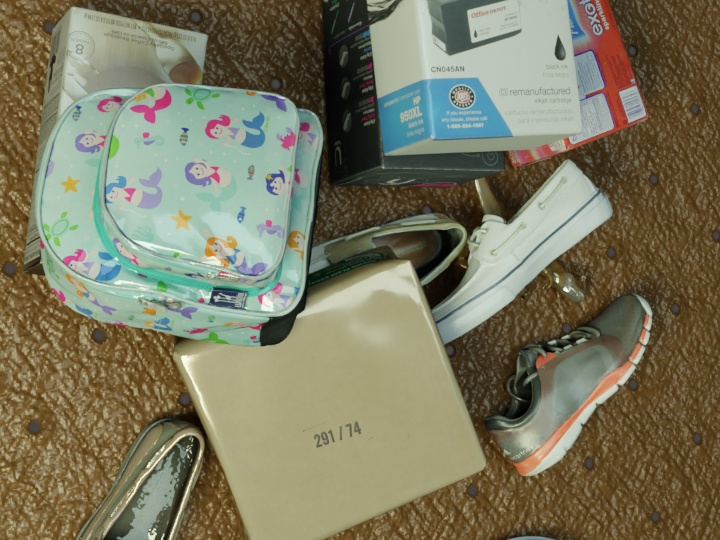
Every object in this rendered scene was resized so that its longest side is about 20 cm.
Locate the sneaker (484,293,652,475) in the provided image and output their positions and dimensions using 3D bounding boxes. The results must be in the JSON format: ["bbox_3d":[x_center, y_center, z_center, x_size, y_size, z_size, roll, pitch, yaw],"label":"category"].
[{"bbox_3d":[0.184,0.085,1.360,0.082,0.077,0.200,42,69,-9],"label":"sneaker"}]

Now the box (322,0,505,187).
[{"bbox_3d":[0.043,-0.176,1.299,0.122,0.106,0.201,0,84,-25],"label":"box"}]

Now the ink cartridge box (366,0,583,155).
[{"bbox_3d":[0.087,-0.198,1.217,0.144,0.084,0.201,-5,87,-27],"label":"ink cartridge box"}]

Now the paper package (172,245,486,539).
[{"bbox_3d":[-0.028,0.102,1.203,0.199,0.103,0.191,-22,101,-5],"label":"paper package"}]

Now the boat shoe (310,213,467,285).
[{"bbox_3d":[0.000,0.000,1.283,0.200,0.068,0.075,-29,97,-24],"label":"boat shoe"}]

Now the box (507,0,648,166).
[{"bbox_3d":[0.163,-0.206,1.364,0.099,0.095,0.201,-23,94,-25],"label":"box"}]

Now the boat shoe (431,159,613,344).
[{"bbox_3d":[0.120,-0.017,1.288,0.200,0.074,0.067,-38,93,-18],"label":"boat shoe"}]

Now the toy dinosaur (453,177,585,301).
[{"bbox_3d":[0.125,-0.037,1.360,0.200,0.060,0.106,53,54,-22],"label":"toy dinosaur"}]

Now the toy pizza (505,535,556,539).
[{"bbox_3d":[0.144,0.334,1.338,0.200,0.032,0.201,3,84,-24],"label":"toy pizza"}]

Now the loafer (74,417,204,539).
[{"bbox_3d":[-0.177,0.207,1.183,0.072,0.063,0.201,28,74,-19],"label":"loafer"}]

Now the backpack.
[{"bbox_3d":[-0.131,-0.045,1.087,0.199,0.151,0.178,7,68,0],"label":"backpack"}]

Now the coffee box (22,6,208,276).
[{"bbox_3d":[-0.192,-0.091,1.196,0.114,0.080,0.201,8,81,-22],"label":"coffee box"}]
